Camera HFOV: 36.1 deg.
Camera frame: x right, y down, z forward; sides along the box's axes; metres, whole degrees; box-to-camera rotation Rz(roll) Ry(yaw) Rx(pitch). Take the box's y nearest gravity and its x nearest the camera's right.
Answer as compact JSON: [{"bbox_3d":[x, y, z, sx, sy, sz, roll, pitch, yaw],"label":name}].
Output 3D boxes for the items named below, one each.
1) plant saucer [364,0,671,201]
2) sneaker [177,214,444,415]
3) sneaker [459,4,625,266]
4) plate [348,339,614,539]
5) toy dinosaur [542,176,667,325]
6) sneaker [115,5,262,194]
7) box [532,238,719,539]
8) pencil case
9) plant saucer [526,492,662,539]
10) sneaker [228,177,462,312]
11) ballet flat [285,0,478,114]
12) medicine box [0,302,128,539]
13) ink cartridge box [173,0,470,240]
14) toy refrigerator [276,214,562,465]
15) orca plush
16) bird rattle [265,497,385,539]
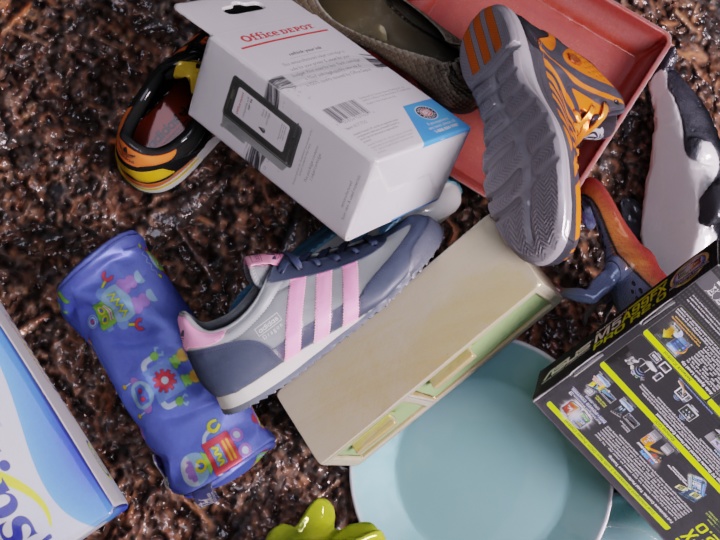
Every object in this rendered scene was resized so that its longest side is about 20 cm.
[{"bbox_3d":[0.111,-0.152,0.871,0.198,0.037,0.201,33,75,10],"label":"plant saucer"},{"bbox_3d":[-0.034,0.009,0.758,0.199,0.070,0.082,-38,101,-10],"label":"sneaker"},{"bbox_3d":[0.142,-0.092,0.766,0.111,0.077,0.202,11,60,-33],"label":"sneaker"},{"bbox_3d":[0.088,0.149,0.820,0.198,0.026,0.203,-2,83,16],"label":"plate"},{"bbox_3d":[0.213,0.017,0.823,0.198,0.105,0.184,-5,84,23],"label":"toy dinosaur"},{"bbox_3d":[-0.111,-0.147,0.835,0.070,0.090,0.201,38,79,1],"label":"sneaker"},{"bbox_3d":[0.238,0.104,0.729,0.200,0.044,0.160,45,119,-5],"label":"box"},{"bbox_3d":[-0.145,0.072,0.805,0.086,0.078,0.201,-33,86,0],"label":"pencil case"},{"bbox_3d":[0.195,0.270,0.833,0.197,0.036,0.203,1,81,-6],"label":"plant saucer"},{"bbox_3d":[0.000,0.000,0.841,0.199,0.076,0.081,-36,101,-8],"label":"sneaker"},{"bbox_3d":[0.016,-0.189,0.837,0.199,0.046,0.068,37,71,10],"label":"ballet flat"},{"bbox_3d":[-0.294,0.145,0.763,0.199,0.103,0.183,-34,86,-9],"label":"medicine box"},{"bbox_3d":[-0.037,-0.117,0.784,0.200,0.068,0.116,40,37,22],"label":"ink cartridge box"},{"bbox_3d":[0.044,0.056,0.788,0.199,0.076,0.070,-40,69,10],"label":"toy refrigerator"},{"bbox_3d":[0.263,-0.070,0.882,0.070,0.105,0.202,7,61,-33],"label":"orca plush"},{"bbox_3d":[-0.018,0.273,0.772,0.162,0.113,0.202,23,87,-14],"label":"bird rattle"}]
